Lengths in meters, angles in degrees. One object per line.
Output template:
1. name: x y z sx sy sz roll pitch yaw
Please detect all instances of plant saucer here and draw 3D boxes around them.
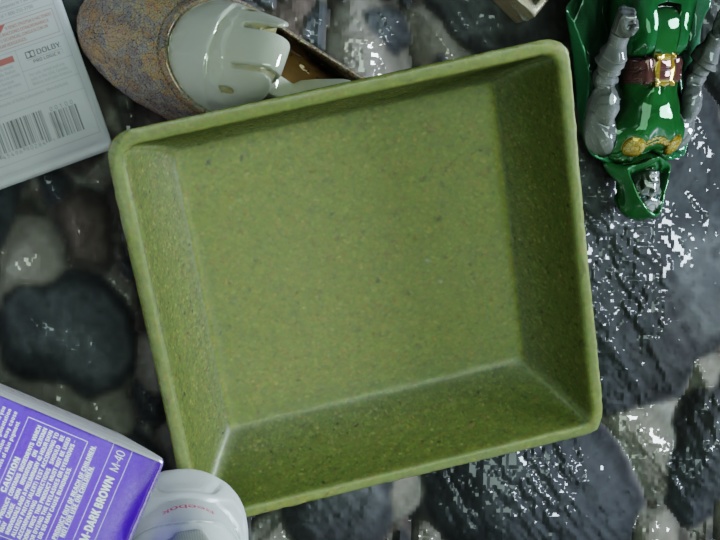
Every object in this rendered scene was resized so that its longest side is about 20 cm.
1. plant saucer: 0.000 0.000 0.862 0.199 0.048 0.201 -13 119 -7

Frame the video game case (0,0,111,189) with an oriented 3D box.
1. video game case: -0.208 -0.125 0.843 0.143 0.018 0.201 -21 98 -18

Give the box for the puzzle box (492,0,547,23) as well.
1. puzzle box: 0.093 -0.239 0.945 0.133 0.025 0.200 41 78 -16

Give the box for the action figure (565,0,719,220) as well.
1. action figure: 0.143 -0.123 0.940 0.118 0.055 0.201 -6 107 -26

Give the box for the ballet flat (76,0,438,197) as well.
1. ballet flat: -0.032 -0.083 0.879 0.199 0.067 0.068 25 74 -18

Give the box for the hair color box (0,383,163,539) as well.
1. hair color box: -0.192 0.063 0.802 0.199 0.109 0.065 26 83 -17

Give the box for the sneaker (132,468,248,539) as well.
1. sneaker: -0.083 0.194 0.837 0.077 0.099 0.201 -3 101 -6
